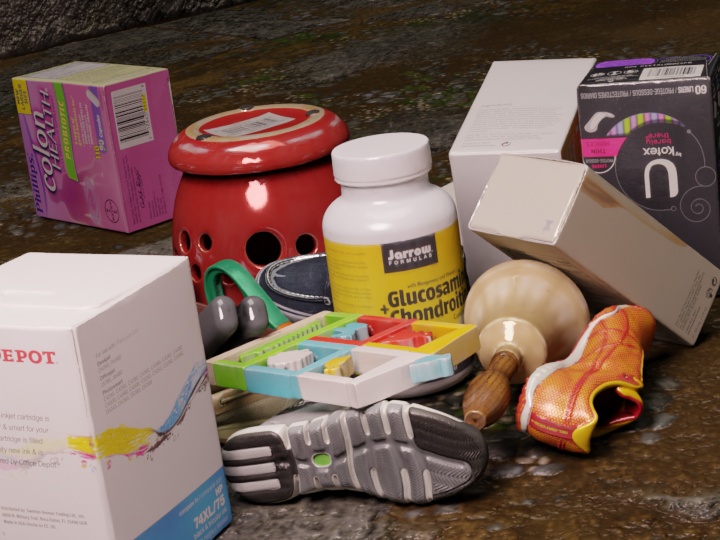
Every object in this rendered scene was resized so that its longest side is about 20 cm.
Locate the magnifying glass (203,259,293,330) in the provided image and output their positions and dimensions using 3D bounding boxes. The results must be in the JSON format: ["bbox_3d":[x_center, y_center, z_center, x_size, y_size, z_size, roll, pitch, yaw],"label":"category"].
[{"bbox_3d":[-0.078,0.048,1.571,0.022,0.080,0.200,-24,33,-28],"label":"magnifying glass"}]

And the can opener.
[{"bbox_3d":[-0.135,0.060,1.446,0.052,0.067,0.200,-2,-18,-28],"label":"can opener"}]

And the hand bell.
[{"bbox_3d":[0.108,0.074,1.336,0.103,0.105,0.200,-3,19,17],"label":"hand bell"}]

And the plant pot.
[{"bbox_3d":[-0.087,-0.056,1.717,0.199,0.184,0.201,-6,19,2],"label":"plant pot"}]

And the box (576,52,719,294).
[{"bbox_3d":[0.268,-0.085,1.605,0.121,0.201,0.106,-3,18,17],"label":"box"}]

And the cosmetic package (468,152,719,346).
[{"bbox_3d":[0.194,-0.016,1.447,0.105,0.071,0.200,14,-14,48],"label":"cosmetic package"}]

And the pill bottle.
[{"bbox_3d":[0.029,-0.005,1.456,0.111,0.201,0.112,-8,17,2],"label":"pill bottle"}]

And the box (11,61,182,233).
[{"bbox_3d":[-0.311,-0.151,2.125,0.096,0.177,0.199,-21,21,-38],"label":"box"}]

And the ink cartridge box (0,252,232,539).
[{"bbox_3d":[-0.196,0.104,1.205,0.146,0.201,0.146,2,19,28],"label":"ink cartridge box"}]

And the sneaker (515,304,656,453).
[{"bbox_3d":[0.186,0.087,1.347,0.077,0.073,0.200,23,33,21],"label":"sneaker"}]

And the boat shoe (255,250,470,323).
[{"bbox_3d":[0.000,0.000,1.576,0.199,0.091,0.071,3,59,7],"label":"boat shoe"}]

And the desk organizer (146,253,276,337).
[{"bbox_3d":[-0.157,0.044,1.593,0.071,0.077,0.199,-20,21,-35],"label":"desk organizer"}]

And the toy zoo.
[{"bbox_3d":[-0.004,0.064,1.314,0.199,0.021,0.131,4,20,46],"label":"toy zoo"}]

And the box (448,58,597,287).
[{"bbox_3d":[0.165,-0.093,1.694,0.106,0.153,0.200,0,32,19],"label":"box"}]

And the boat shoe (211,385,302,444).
[{"bbox_3d":[-0.135,0.105,1.409,0.199,0.064,0.073,-5,17,9],"label":"boat shoe"}]

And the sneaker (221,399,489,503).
[{"bbox_3d":[0.006,0.116,1.296,0.199,0.076,0.115,-3,15,20],"label":"sneaker"}]

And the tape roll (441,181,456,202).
[{"bbox_3d":[0.174,-0.070,1.884,0.201,0.037,0.203,-7,16,2],"label":"tape roll"}]
